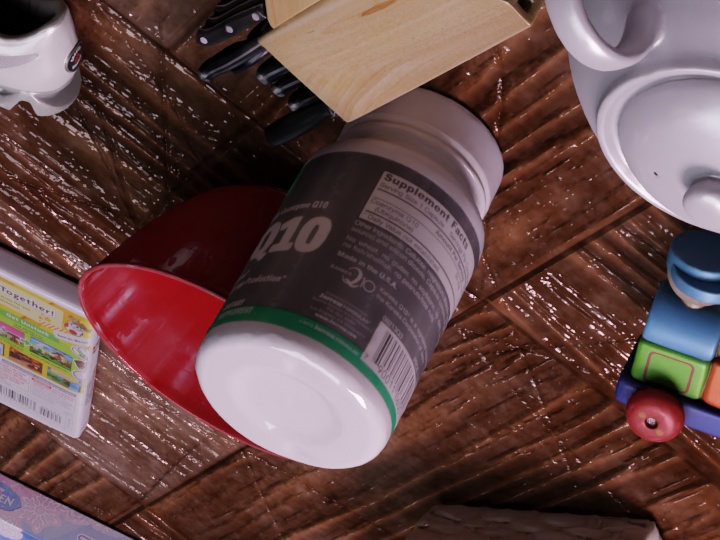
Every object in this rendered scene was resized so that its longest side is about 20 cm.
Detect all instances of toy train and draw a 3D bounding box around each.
[{"bbox_3d":[0.250,0.056,1.207,0.200,0.085,0.116,20,132,13],"label":"toy train"}]

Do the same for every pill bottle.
[{"bbox_3d":[0.000,0.000,1.196,0.113,0.200,0.113,19,144,14],"label":"pill bottle"}]

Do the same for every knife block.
[{"bbox_3d":[0.008,-0.122,1.154,0.200,0.064,0.176,16,144,17],"label":"knife block"}]

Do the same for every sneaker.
[{"bbox_3d":[-0.258,-0.165,1.286,0.200,0.074,0.089,17,145,1],"label":"sneaker"}]

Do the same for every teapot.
[{"bbox_3d":[0.175,-0.085,0.997,0.200,0.146,0.197,20,149,8],"label":"teapot"}]

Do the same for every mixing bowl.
[{"bbox_3d":[-0.060,0.019,1.332,0.200,0.108,0.200,26,156,13],"label":"mixing bowl"}]

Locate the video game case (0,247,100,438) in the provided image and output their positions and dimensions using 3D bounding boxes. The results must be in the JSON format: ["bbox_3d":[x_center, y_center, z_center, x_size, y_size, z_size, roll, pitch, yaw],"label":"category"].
[{"bbox_3d":[-0.286,0.031,1.599,0.200,0.023,0.182,26,146,6],"label":"video game case"}]

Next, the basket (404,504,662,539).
[{"bbox_3d":[0.113,0.247,1.480,0.200,0.136,0.123,-1,123,34],"label":"basket"}]

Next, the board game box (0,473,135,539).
[{"bbox_3d":[-0.265,0.264,1.865,0.200,0.043,0.199,25,144,5],"label":"board game box"}]
